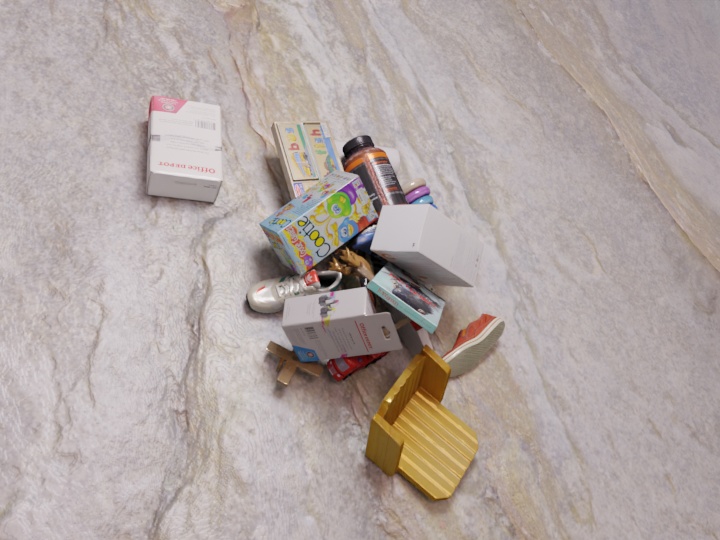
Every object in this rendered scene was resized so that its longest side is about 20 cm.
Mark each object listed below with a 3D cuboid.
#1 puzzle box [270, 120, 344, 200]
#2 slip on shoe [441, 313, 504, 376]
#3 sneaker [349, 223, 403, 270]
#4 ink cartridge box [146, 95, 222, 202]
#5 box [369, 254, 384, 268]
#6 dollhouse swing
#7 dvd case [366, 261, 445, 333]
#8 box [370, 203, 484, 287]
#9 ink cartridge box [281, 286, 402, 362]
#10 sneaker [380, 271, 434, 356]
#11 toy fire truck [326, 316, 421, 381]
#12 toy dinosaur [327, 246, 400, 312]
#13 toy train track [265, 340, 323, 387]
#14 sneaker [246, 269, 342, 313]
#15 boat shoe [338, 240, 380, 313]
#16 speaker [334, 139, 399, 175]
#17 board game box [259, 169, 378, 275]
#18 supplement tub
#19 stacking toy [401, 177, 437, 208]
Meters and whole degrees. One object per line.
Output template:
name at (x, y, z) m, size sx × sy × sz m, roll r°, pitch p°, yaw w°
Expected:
puzzle box at (-0.106, -0.232, 1.441) m, size 0.132 × 0.025 × 0.202 m, roll -8°, pitch 68°, yaw -27°
slip on shoe at (0.230, 0.159, 1.446) m, size 0.061 × 0.075 × 0.199 m, roll 28°, pitch 51°, yaw 37°
sneaker at (0.066, -0.041, 1.407) m, size 0.198 × 0.078 × 0.090 m, roll 8°, pitch 65°, yaw -35°
ink cartridge box at (-0.365, -0.250, 1.391) m, size 0.145 × 0.083 × 0.202 m, roll 5°, pitch 59°, yaw -22°
box at (0.094, -0.093, 1.535) m, size 0.158 × 0.044 × 0.202 m, roll 10°, pitch 58°, yaw -20°
dollhouse swing at (0.135, 0.293, 1.260) m, size 0.175 × 0.183 × 0.200 m, roll 29°, pitch 50°, yaw 19°
dvd case at (0.091, 0.046, 1.276) m, size 0.145 × 0.022 × 0.200 m, roll 36°, pitch 14°, yaw 4°
box at (0.136, -0.047, 1.343) m, size 0.199 × 0.123 × 0.099 m, roll 28°, pitch 73°, yaw -43°
ink cartridge box at (-0.030, 0.098, 1.225) m, size 0.197 × 0.116 × 0.068 m, roll -8°, pitch 47°, yaw 13°
sneaker at (0.127, 0.085, 1.428) m, size 0.115 × 0.074 × 0.201 m, roll -17°, pitch 69°, yaw -29°
toy fire truck at (0.039, 0.136, 1.312) m, size 0.199 × 0.141 × 0.049 m, roll -22°, pitch 71°, yaw -44°
toy dinosaur at (0.001, -0.004, 1.316) m, size 0.106 × 0.061 × 0.200 m, roll 15°, pitch 22°, yaw -43°
toy train track at (-0.114, 0.147, 1.309) m, size 0.114 × 0.033 × 0.201 m, roll 27°, pitch 48°, yaw 1°
sneaker at (-0.126, 0.029, 1.330) m, size 0.198 × 0.094 × 0.071 m, roll -6°, pitch 64°, yaw -28°
boat shoe at (0.000, 0.000, 1.422) m, size 0.062 × 0.071 × 0.202 m, roll 11°, pitch 54°, yaw -30°
speaker at (-0.010, -0.256, 1.561) m, size 0.198 × 0.081 × 0.082 m, roll 3°, pitch 60°, yaw -24°
board game box at (-0.082, -0.099, 1.344) m, size 0.199 × 0.105 × 0.104 m, roll -37°, pitch 118°, yaw -16°
supplement tub at (0.028, -0.190, 1.459) m, size 0.106 × 0.107 × 0.202 m, roll -14°, pitch 75°, yaw -31°
stacking toy at (0.155, -0.102, 1.496) m, size 0.085 × 0.085 × 0.201 m, roll -23°, pitch 77°, yaw -33°
